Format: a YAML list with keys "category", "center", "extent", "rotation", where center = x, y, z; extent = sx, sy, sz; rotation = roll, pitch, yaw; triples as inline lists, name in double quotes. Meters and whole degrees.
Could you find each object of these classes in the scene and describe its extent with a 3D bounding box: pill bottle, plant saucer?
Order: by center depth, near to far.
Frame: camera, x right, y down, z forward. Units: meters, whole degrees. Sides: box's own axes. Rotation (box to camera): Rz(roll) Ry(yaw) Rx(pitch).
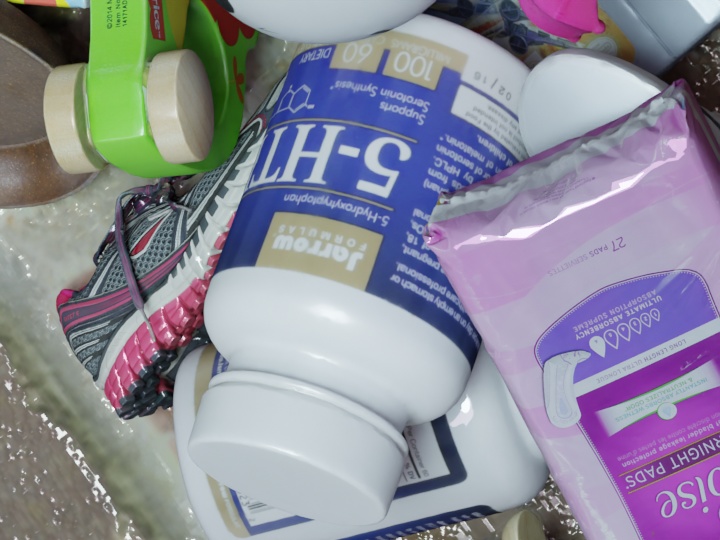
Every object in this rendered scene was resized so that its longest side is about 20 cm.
- category: "pill bottle"
  center: [0.000, 0.000, 1.210]
  extent: [0.119, 0.120, 0.201]
  rotation: [14, 70, 13]
- category: "pill bottle"
  center: [0.023, 0.065, 1.305]
  extent: [0.199, 0.111, 0.112]
  rotation: [-15, 94, 17]
- category: "plant saucer"
  center: [-0.213, -0.092, 1.327]
  extent: [0.199, 0.201, 0.035]
  rotation: [8, 63, 14]

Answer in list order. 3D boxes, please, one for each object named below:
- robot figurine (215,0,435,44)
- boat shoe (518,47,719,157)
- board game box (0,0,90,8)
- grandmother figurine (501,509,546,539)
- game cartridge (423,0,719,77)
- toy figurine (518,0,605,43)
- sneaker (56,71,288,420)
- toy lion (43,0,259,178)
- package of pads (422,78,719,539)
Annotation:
- category: "robot figurine"
  center: [-0.017, -0.190, 1.167]
  extent: [0.149, 0.125, 0.201]
  rotation: [1, 63, -9]
- category: "boat shoe"
  center: [0.157, -0.030, 1.200]
  extent: [0.199, 0.066, 0.072]
  rotation: [32, 116, 3]
- category: "board game box"
  center: [-0.202, -0.185, 1.334]
  extent: [0.199, 0.103, 0.106]
  rotation: [6, 100, 15]
- category: "grandmother figurine"
  center: [0.007, 0.166, 1.341]
  extent: [0.199, 0.061, 0.122]
  rotation: [-14, 127, 28]
- category: "game cartridge"
  center: [0.067, -0.114, 1.282]
  extent: [0.133, 0.042, 0.200]
  rotation: [48, 122, 0]
- category: "toy figurine"
  center: [0.144, -0.150, 1.162]
  extent: [0.183, 0.200, 0.151]
  rotation: [10, 122, 17]
- category: "sneaker"
  center: [-0.078, -0.020, 1.328]
  extent: [0.075, 0.080, 0.200]
  rotation: [49, 116, 20]
- category: "toy lion"
  center: [-0.082, -0.141, 1.259]
  extent: [0.068, 0.192, 0.202]
  rotation: [-6, 87, 17]
- category: "package of pads"
  center: [0.120, 0.035, 1.149]
  extent: [0.120, 0.076, 0.201]
  rotation: [-24, 108, 15]
